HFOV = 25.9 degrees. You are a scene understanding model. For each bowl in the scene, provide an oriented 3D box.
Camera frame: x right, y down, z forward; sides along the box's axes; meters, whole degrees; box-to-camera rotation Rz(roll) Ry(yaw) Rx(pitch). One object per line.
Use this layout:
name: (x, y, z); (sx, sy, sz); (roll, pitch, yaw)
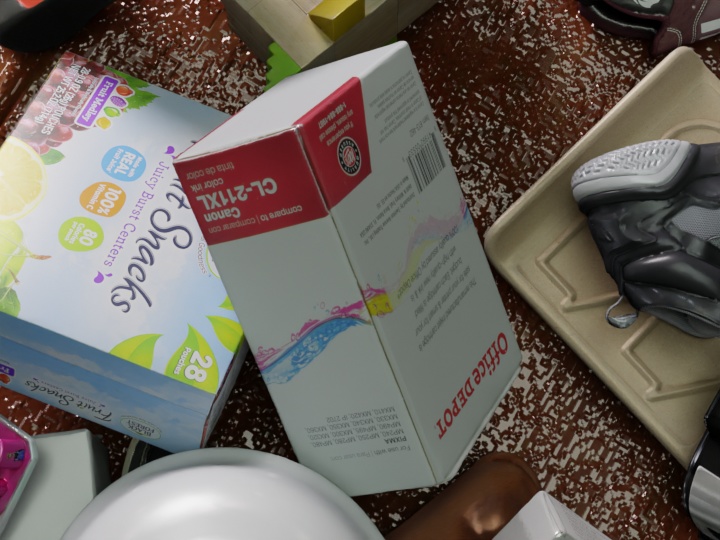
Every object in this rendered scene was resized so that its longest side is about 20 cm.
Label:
bowl: (-0.069, 0.185, 0.750); (0.199, 0.090, 0.203); (0, 81, -1)

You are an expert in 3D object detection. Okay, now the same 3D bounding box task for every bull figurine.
bull figurine: (0.035, 0.191, 0.883); (0.199, 0.065, 0.122); (-36, 87, -8)

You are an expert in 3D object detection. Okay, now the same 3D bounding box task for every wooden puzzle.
wooden puzzle: (0.199, -0.004, 0.948); (0.185, 0.046, 0.200); (-43, 89, -11)

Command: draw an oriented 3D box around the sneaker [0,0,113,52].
sneaker: (-0.149, -0.218, 0.914); (0.200, 0.067, 0.109); (-24, 72, 29)

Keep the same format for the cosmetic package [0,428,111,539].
cosmetic package: (-0.170, 0.192, 0.845); (0.089, 0.107, 0.202); (-9, 77, -6)

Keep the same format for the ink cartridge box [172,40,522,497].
ink cartridge box: (0.000, 0.000, 0.838); (0.082, 0.146, 0.202); (-12, 108, 29)

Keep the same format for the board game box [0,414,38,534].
board game box: (-0.285, 0.131, 0.824); (0.199, 0.026, 0.201); (30, 94, 27)

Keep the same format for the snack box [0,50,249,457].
snack box: (-0.128, -0.014, 0.867); (0.167, 0.068, 0.201); (22, 47, 1)

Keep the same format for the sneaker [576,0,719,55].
sneaker: (0.166, -0.226, 0.977); (0.115, 0.076, 0.201); (-25, 82, -6)

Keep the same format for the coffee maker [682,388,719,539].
coffee maker: (0.301, 0.109, 0.843); (0.192, 0.135, 0.200); (-41, 41, -12)

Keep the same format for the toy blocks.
toy blocks: (-0.022, -0.201, 0.954); (0.200, 0.100, 0.137); (-39, 73, -13)

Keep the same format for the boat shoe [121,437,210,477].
boat shoe: (-0.090, 0.180, 0.866); (0.071, 0.067, 0.202); (0, 76, -29)

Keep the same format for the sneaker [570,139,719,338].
sneaker: (0.224, -0.021, 0.895); (0.198, 0.075, 0.115); (-8, 83, -3)

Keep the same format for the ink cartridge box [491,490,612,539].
ink cartridge box: (0.111, 0.238, 0.846); (0.199, 0.045, 0.176); (37, 102, -24)
